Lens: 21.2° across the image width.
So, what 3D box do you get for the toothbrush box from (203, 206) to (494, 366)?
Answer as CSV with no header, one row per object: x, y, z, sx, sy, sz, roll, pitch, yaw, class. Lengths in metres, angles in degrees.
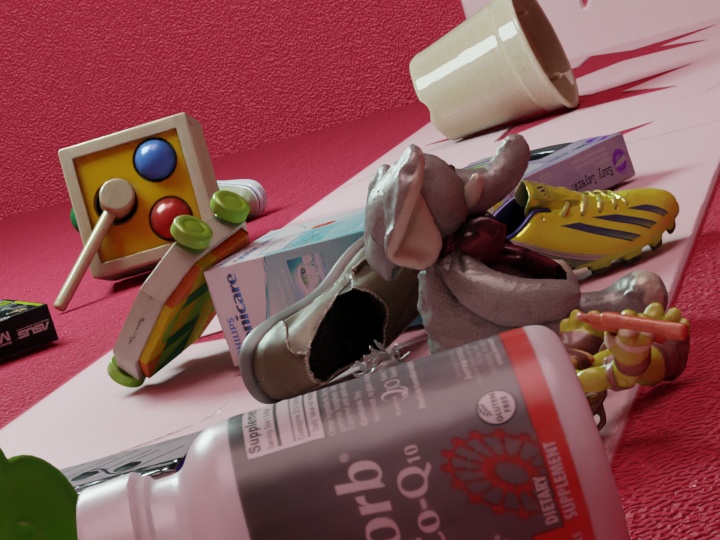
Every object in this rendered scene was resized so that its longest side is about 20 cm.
0.000,0.000,1.528,0.200,0.085,0.146,-15,9,24,toothbrush box

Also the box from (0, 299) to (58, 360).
-0.429,0.081,1.991,0.193,0.048,0.200,-18,7,-23,box

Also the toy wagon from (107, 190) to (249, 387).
-0.135,0.009,1.575,0.155,0.040,0.200,-62,-11,29,toy wagon

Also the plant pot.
0.178,-0.279,2.696,0.183,0.201,0.200,-26,5,20,plant pot

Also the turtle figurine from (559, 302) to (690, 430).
0.114,0.056,1.016,0.200,0.064,0.161,-21,-3,36,turtle figurine

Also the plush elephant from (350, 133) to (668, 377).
0.069,-0.017,1.250,0.200,0.155,0.165,-18,8,-11,plush elephant

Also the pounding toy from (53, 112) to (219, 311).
-0.267,-0.065,2.233,0.200,0.184,0.142,-16,-4,4,pounding toy

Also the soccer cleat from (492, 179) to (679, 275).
0.155,-0.035,1.446,0.200,0.084,0.065,-21,9,-24,soccer cleat

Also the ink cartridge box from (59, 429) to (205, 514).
-0.182,0.145,1.089,0.200,0.044,0.094,-16,7,9,ink cartridge box

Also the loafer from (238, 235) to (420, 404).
0.005,0.032,1.354,0.070,0.075,0.200,2,34,48,loafer

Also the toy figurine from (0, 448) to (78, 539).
-0.263,0.157,0.972,0.184,0.150,0.200,-24,-17,23,toy figurine

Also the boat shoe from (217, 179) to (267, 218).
-0.217,-0.088,2.568,0.200,0.072,0.062,-7,10,37,boat shoe

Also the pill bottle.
-0.002,0.103,0.763,0.200,0.116,0.116,-18,8,0,pill bottle

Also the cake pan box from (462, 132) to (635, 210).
0.138,-0.075,1.855,0.184,0.052,0.200,-5,14,45,cake pan box
